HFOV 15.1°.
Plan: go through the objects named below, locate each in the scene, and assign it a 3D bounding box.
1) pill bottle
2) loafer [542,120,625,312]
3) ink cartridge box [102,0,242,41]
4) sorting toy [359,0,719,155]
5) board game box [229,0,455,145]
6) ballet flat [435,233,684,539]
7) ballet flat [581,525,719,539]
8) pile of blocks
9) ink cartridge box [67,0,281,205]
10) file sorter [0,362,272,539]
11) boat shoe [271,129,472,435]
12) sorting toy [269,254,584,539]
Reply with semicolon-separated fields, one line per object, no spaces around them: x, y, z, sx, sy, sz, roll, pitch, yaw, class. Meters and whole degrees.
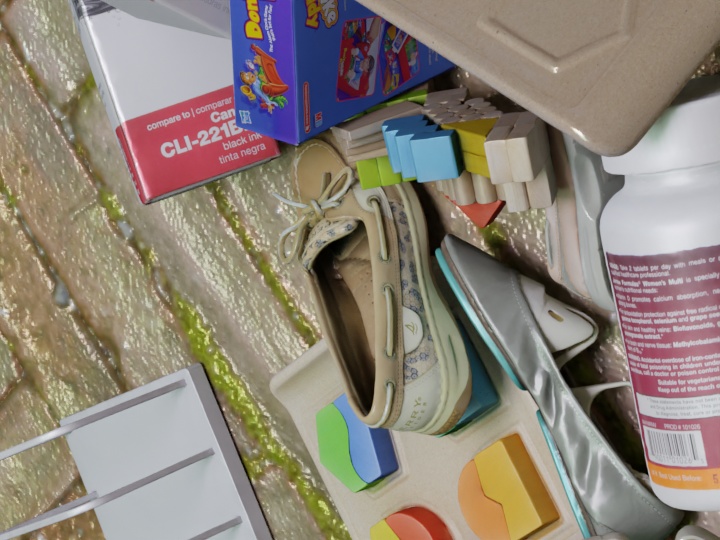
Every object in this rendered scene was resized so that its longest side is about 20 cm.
0.179;0.009;1.337;0.109;0.109;0.201;-3;103;43;pill bottle
0.113;-0.076;1.399;0.063;0.072;0.201;14;117;47;loafer
-0.099;-0.237;1.379;0.083;0.145;0.201;17;86;42;ink cartridge box
0.103;-0.170;1.317;0.200;0.185;0.036;36;171;26;sorting toy
-0.009;-0.182;1.403;0.045;0.134;0.201;18;122;36;board game box
0.112;0.059;1.460;0.064;0.067;0.200;-28;85;7;ballet flat
0.152;0.166;1.401;0.199;0.076;0.064;-8;102;11;ballet flat
0.038;-0.055;1.422;0.200;0.082;0.062;-151;45;-64;pile of blocks
-0.118;-0.144;1.527;0.144;0.084;0.201;-171;61;-84;ink cartridge box
-0.146;0.184;1.691;0.139;0.124;0.201;-23;90;45;file sorter
0.000;0.000;1.503;0.073;0.063;0.200;-52;50;37;boat shoe
0.042;0.114;1.553;0.185;0.036;0.200;-38;79;43;sorting toy
